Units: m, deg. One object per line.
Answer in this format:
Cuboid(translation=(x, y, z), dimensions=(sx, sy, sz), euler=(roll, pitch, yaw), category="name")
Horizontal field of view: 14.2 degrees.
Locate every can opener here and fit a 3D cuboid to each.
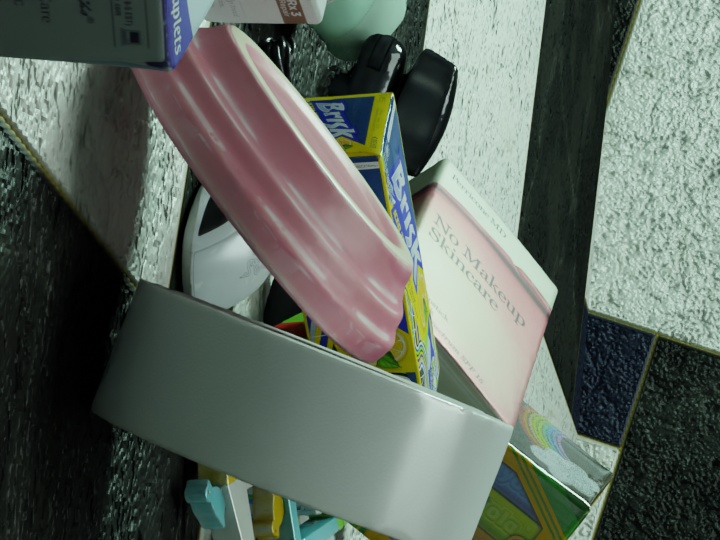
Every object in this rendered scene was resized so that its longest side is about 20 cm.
Cuboid(translation=(-0.013, -0.051, 1.772), dimensions=(0.201, 0.078, 0.063), euler=(-64, 162, 5), category="can opener")

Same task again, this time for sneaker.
Cuboid(translation=(0.007, -0.229, 1.792), dimensions=(0.201, 0.073, 0.118), euler=(-67, 158, -18), category="sneaker")

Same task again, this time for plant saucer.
Cuboid(translation=(-0.037, -0.047, 1.427), dimensions=(0.201, 0.051, 0.201), euler=(53, 6, -8), category="plant saucer")

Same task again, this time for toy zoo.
Cuboid(translation=(-0.051, 0.104, 1.678), dimensions=(0.200, 0.020, 0.132), euler=(-26, 110, -65), category="toy zoo")

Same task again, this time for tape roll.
Cuboid(translation=(-0.029, 0.072, 1.413), dimensions=(0.202, 0.201, 0.071), euler=(24, 87, -79), category="tape roll")

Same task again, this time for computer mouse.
Cuboid(translation=(-0.058, -0.043, 1.643), dimensions=(0.201, 0.044, 0.110), euler=(-72, 164, -50), category="computer mouse")

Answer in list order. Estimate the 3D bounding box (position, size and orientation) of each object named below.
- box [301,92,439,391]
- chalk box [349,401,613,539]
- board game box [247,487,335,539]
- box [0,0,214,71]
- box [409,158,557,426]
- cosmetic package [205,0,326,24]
Cuboid(translation=(0.000, 0.000, 1.662), dimensions=(0.070, 0.064, 0.201), euler=(-79, 161, -54), category="box")
Cuboid(translation=(0.059, 0.140, 2.041), dimensions=(0.124, 0.200, 0.124), euler=(-53, 174, 14), category="chalk box")
Cuboid(translation=(-0.053, 0.185, 1.791), dimensions=(0.200, 0.034, 0.135), euler=(77, 20, -57), category="board game box")
Cuboid(translation=(-0.104, -0.208, 1.173), dimensions=(0.200, 0.104, 0.185), euler=(-69, 161, -57), category="box")
Cuboid(translation=(0.038, 0.039, 1.873), dimensions=(0.128, 0.109, 0.200), euler=(49, 27, -13), category="box")
Cuboid(translation=(-0.046, -0.240, 1.543), dimensions=(0.102, 0.073, 0.201), euler=(71, 27, -54), category="cosmetic package")
